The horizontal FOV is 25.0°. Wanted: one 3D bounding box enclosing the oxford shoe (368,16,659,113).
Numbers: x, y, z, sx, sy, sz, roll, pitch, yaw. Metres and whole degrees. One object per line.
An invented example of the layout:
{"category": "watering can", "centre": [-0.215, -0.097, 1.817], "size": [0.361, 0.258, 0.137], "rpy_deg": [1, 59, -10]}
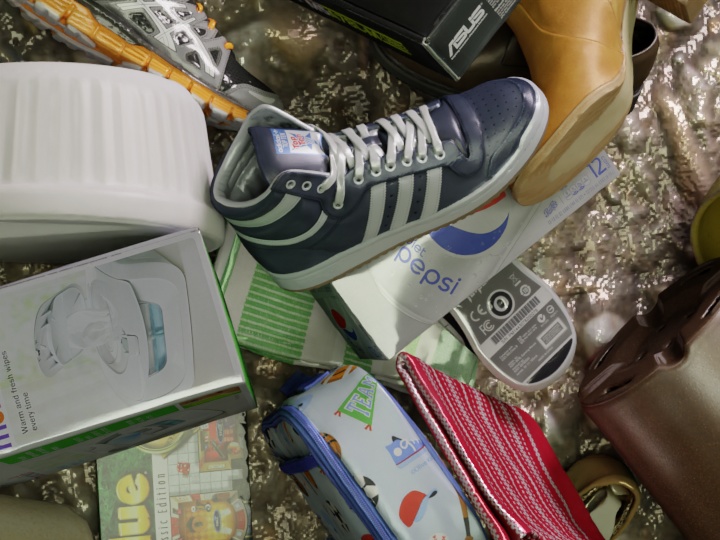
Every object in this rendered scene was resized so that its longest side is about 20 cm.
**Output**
{"category": "oxford shoe", "centre": [0.105, -0.157, 1.078], "size": [0.200, 0.084, 0.073], "rpy_deg": [1, 55, -18]}

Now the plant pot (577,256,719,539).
{"category": "plant pot", "centre": [0.267, 0.109, 1.109], "size": [0.200, 0.200, 0.198], "rpy_deg": [-44, 95, -6]}

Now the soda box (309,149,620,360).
{"category": "soda box", "centre": [0.066, -0.026, 1.039], "size": [0.200, 0.068, 0.063], "rpy_deg": [-38, 97, -13]}

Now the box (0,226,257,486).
{"category": "box", "centre": [-0.160, 0.056, 0.966], "size": [0.176, 0.200, 0.097], "rpy_deg": [-18, 82, -5]}

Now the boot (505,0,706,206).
{"category": "boot", "centre": [0.112, -0.151, 1.013], "size": [0.144, 0.071, 0.201], "rpy_deg": [36, 84, 22]}

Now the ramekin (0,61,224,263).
{"category": "ramekin", "centre": [-0.180, -0.061, 0.972], "size": [0.202, 0.202, 0.094], "rpy_deg": [1, 84, -14]}

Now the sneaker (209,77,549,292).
{"category": "sneaker", "centre": [0.007, -0.068, 0.941], "size": [0.200, 0.070, 0.109], "rpy_deg": [-31, 138, 12]}

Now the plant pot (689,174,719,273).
{"category": "plant pot", "centre": [0.346, -0.052, 1.119], "size": [0.200, 0.200, 0.142], "rpy_deg": [36, 62, -15]}

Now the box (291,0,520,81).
{"category": "box", "centre": [0.052, -0.232, 1.012], "size": [0.200, 0.193, 0.048], "rpy_deg": [-51, 130, -3]}

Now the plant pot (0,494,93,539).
{"category": "plant pot", "centre": [-0.265, 0.207, 0.992], "size": [0.183, 0.200, 0.201], "rpy_deg": [6, 94, -26]}

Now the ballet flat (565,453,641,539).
{"category": "ballet flat", "centre": [0.122, 0.211, 1.139], "size": [0.069, 0.063, 0.200], "rpy_deg": [40, 86, -16]}

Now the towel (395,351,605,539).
{"category": "towel", "centre": [0.099, 0.128, 1.042], "size": [0.022, 0.200, 0.145], "rpy_deg": [-37, 62, 12]}

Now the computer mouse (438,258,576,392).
{"category": "computer mouse", "centre": [0.064, 0.000, 1.095], "size": [0.110, 0.044, 0.200], "rpy_deg": [-41, 98, -14]}

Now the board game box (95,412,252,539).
{"category": "board game box", "centre": [-0.125, 0.168, 1.095], "size": [0.105, 0.023, 0.200], "rpy_deg": [-4, 97, -11]}

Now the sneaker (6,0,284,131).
{"category": "sneaker", "centre": [-0.128, -0.155, 1.035], "size": [0.200, 0.078, 0.077], "rpy_deg": [33, 78, -16]}

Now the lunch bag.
{"category": "lunch bag", "centre": [0.001, 0.133, 1.032], "size": [0.076, 0.200, 0.160], "rpy_deg": [-37, 90, -13]}

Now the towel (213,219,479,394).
{"category": "towel", "centre": [0.000, 0.000, 1.108], "size": [0.200, 0.023, 0.153], "rpy_deg": [15, 91, -15]}
